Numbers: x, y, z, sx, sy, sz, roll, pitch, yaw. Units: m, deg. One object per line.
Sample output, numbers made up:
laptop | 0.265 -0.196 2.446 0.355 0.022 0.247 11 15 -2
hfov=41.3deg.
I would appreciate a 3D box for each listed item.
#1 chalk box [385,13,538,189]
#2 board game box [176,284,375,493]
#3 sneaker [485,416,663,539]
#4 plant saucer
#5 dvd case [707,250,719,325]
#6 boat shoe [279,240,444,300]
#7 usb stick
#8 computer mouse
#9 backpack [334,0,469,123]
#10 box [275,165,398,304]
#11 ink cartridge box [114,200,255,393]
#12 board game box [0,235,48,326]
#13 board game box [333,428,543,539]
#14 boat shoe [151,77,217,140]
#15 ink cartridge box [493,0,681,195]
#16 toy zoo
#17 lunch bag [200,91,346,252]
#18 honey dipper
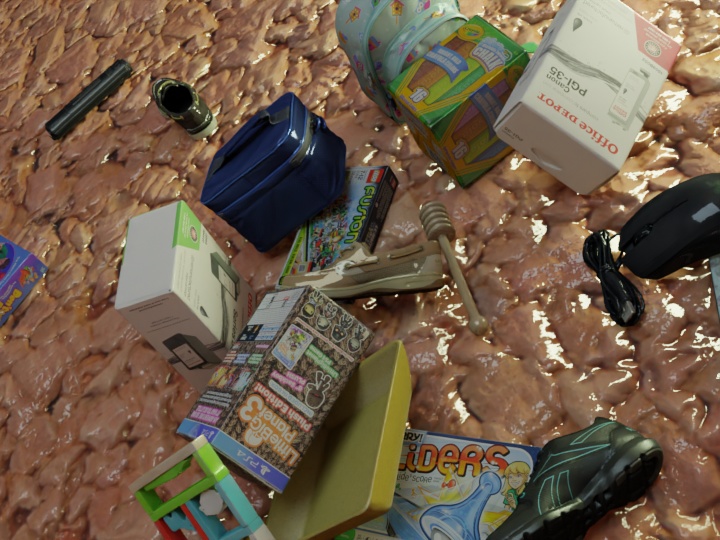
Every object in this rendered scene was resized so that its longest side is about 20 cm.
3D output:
chalk box | 0.158 -0.232 1.232 0.199 0.124 0.125 -39 44 -1
board game box | -0.098 0.128 1.070 0.201 0.096 0.159 -58 17 -16
sneaker | 0.186 0.209 0.889 0.198 0.076 0.079 -30 42 -16
plant saucer | -0.016 0.197 0.998 0.200 0.048 0.202 -38 28 43
dvd case | 0.423 0.012 0.942 0.144 0.022 0.202 -13 48 23
boat shoe | 0.000 0.000 1.143 0.197 0.071 0.066 -5 86 2
usb stick | -0.511 -0.322 1.793 0.200 0.033 0.055 -44 38 -6
computer mouse | 0.326 -0.041 1.001 0.199 0.053 0.140 -32 40 19
backpack | 0.067 -0.318 1.305 0.175 0.201 0.153 -39 45 -4
box | -0.030 -0.049 1.267 0.109 0.035 0.202 0 55 32
ink cartridge box | -0.210 0.038 1.193 0.083 0.201 0.147 -17 48 16
board game box | -0.617 0.043 1.554 0.134 0.045 0.201 22 69 42
board game box | 0.082 0.234 0.966 0.198 0.035 0.137 1 56 33
boat shoe | -0.308 -0.290 1.617 0.072 0.061 0.201 -43 45 -6
ink cartridge box | 0.269 -0.214 1.127 0.201 0.146 0.083 -59 6 -21
toy zoo | -0.146 0.279 0.984 0.131 0.201 0.020 -35 0 38
lunch bag | -0.117 -0.140 1.286 0.199 0.132 0.137 -36 33 27
honey dipper | 0.112 -0.003 1.139 0.038 0.038 0.202 -27 47 10
